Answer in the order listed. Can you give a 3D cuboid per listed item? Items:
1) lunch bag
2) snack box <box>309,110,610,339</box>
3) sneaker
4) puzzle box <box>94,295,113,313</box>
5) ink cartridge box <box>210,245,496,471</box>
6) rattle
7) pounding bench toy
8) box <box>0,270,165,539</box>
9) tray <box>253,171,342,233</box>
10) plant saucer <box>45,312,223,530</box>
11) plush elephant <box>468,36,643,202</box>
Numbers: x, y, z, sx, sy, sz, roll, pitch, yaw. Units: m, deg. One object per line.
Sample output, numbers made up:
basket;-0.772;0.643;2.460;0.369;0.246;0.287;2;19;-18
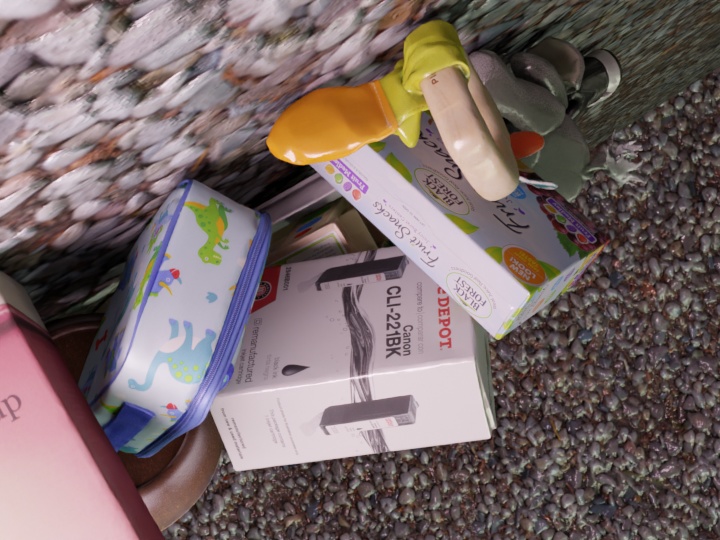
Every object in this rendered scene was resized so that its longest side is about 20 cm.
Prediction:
lunch bag;-0.136;0.043;0.745;0.200;0.082;0.162;-40;-150;58
snack box;0.074;-0.054;0.804;0.142;0.200;0.053;-28;155;-49
sneaker;0.227;-0.191;1.290;0.090;0.067;0.200;-26;169;-31
puzzle box;-0.184;0.026;1.037;0.199;0.026;0.133;-28;174;-44
ink cartridge box;-0.004;0.061;0.810;0.198;0.084;0.145;-8;-142;9
rattle;0.049;-0.080;0.750;0.143;0.131;0.200;-41;166;10
pounding bench toy;0.000;0.000;0.959;0.199;0.125;0.156;-28;-169;17
box;-0.220;0.116;0.634;0.127;0.201;0.109;-31;174;-10
tray;-0.055;-0.057;0.904;0.199;0.022;0.107;-25;-179;41
plant saucer;-0.204;0.114;0.829;0.199;0.201;0.032;-29;158;-28
plush elephant;0.140;-0.126;0.974;0.198;0.166;0.155;2;-156;-18
